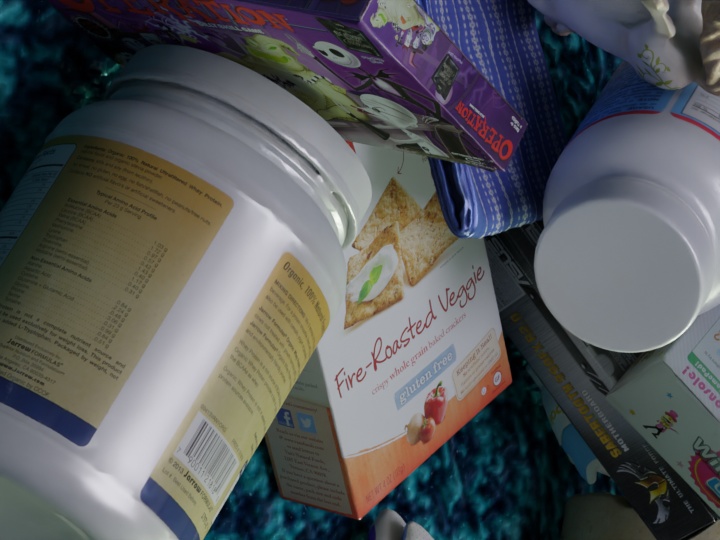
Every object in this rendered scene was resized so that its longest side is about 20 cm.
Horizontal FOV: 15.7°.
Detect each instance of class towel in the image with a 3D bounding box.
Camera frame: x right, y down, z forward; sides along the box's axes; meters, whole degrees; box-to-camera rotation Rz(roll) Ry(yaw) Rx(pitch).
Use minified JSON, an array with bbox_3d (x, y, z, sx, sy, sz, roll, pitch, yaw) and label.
[{"bbox_3d":[0.064,-0.093,1.263,0.200,0.024,0.145,-16,92,-69],"label":"towel"}]

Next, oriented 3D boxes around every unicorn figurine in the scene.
[{"bbox_3d":[0.115,-0.142,1.266,0.074,0.200,0.137,-36,145,-1],"label":"unicorn figurine"}]

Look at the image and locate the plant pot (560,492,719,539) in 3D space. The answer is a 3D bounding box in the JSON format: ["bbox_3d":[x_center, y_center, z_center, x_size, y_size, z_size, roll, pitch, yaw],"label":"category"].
[{"bbox_3d":[0.175,0.219,1.452,0.200,0.200,0.184,12,79,-51],"label":"plant pot"}]

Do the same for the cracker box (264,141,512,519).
[{"bbox_3d":[0.000,0.000,1.266,0.134,0.058,0.200,-39,127,-39],"label":"cracker box"}]

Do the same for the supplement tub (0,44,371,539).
[{"bbox_3d":[-0.094,0.020,1.087,0.200,0.144,0.144,-59,138,-22],"label":"supplement tub"}]

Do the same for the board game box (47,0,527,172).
[{"bbox_3d":[-0.040,-0.094,1.080,0.120,0.200,0.032,47,65,-45],"label":"board game box"}]

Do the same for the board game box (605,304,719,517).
[{"bbox_3d":[0.242,0.044,1.345,0.148,0.064,0.200,46,57,-3],"label":"board game box"}]

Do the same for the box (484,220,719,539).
[{"bbox_3d":[0.160,0.024,1.392,0.158,0.048,0.200,-36,89,-41],"label":"box"}]

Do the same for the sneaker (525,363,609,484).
[{"bbox_3d":[0.175,0.084,1.467,0.200,0.076,0.081,5,58,-44],"label":"sneaker"}]

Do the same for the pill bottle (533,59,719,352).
[{"bbox_3d":[0.154,-0.043,1.291,0.200,0.108,0.109,-53,138,-54],"label":"pill bottle"}]

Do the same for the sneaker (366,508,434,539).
[{"bbox_3d":[-0.014,0.186,1.301,0.200,0.081,0.147,17,58,-30],"label":"sneaker"}]
